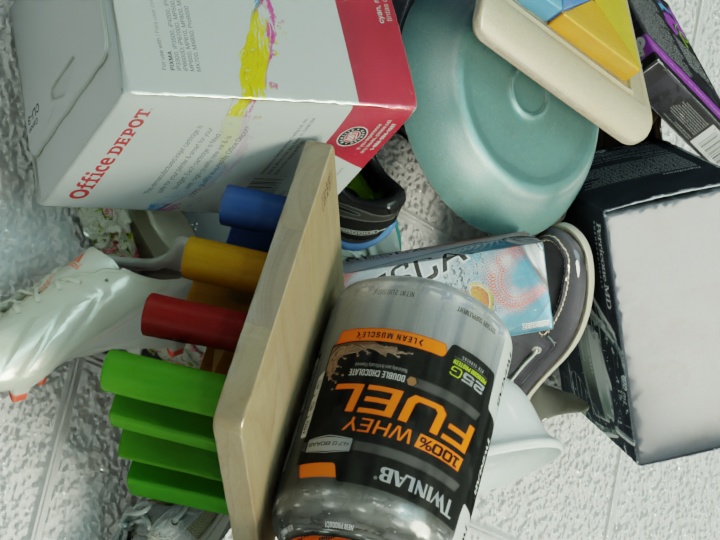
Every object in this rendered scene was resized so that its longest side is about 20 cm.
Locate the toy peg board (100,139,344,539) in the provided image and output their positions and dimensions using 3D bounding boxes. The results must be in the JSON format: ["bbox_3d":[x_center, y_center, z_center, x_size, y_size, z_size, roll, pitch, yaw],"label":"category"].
[{"bbox_3d":[-0.084,0.047,1.398,0.200,0.097,0.200,88,17,-59],"label":"toy peg board"}]

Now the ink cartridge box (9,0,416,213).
[{"bbox_3d":[-0.096,-0.129,1.395,0.199,0.145,0.146,1,64,-31],"label":"ink cartridge box"}]

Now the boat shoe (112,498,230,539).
[{"bbox_3d":[-0.115,0.151,1.483,0.065,0.074,0.202,48,60,-5],"label":"boat shoe"}]

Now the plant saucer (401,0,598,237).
[{"bbox_3d":[0.110,-0.125,1.612,0.199,0.036,0.202,9,76,-41],"label":"plant saucer"}]

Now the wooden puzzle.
[{"bbox_3d":[0.142,-0.209,1.613,0.185,0.037,0.201,31,43,-36],"label":"wooden puzzle"}]

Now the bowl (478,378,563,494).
[{"bbox_3d":[0.034,0.112,1.581,0.200,0.200,0.091,0,68,-48],"label":"bowl"}]

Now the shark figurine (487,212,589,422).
[{"bbox_3d":[0.107,0.023,1.750,0.089,0.128,0.216,-14,119,-22],"label":"shark figurine"}]

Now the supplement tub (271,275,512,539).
[{"bbox_3d":[0.017,0.115,1.414,0.122,0.122,0.201,41,53,-39],"label":"supplement tub"}]

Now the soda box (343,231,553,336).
[{"bbox_3d":[0.029,0.021,1.567,0.198,0.068,0.064,-10,99,-6],"label":"soda box"}]

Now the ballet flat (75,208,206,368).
[{"bbox_3d":[-0.121,0.007,1.486,0.201,0.064,0.076,57,50,-31],"label":"ballet flat"}]

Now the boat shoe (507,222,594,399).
[{"bbox_3d":[0.108,0.053,1.673,0.062,0.073,0.201,-11,137,-47],"label":"boat shoe"}]

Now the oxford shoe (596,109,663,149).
[{"bbox_3d":[0.206,-0.147,1.842,0.073,0.084,0.201,-47,120,-36],"label":"oxford shoe"}]

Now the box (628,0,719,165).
[{"bbox_3d":[0.232,-0.184,1.825,0.143,0.036,0.201,38,24,-40],"label":"box"}]

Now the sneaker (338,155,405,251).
[{"bbox_3d":[-0.038,-0.107,1.546,0.200,0.083,0.071,51,52,-1],"label":"sneaker"}]

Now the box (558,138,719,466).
[{"bbox_3d":[0.224,0.019,1.742,0.123,0.197,0.202,-12,104,-11],"label":"box"}]

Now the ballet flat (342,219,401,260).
[{"bbox_3d":[0.000,0.000,1.628,0.069,0.069,0.201,-34,114,-43],"label":"ballet flat"}]

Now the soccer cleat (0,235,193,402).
[{"bbox_3d":[-0.184,0.025,1.392,0.199,0.069,0.078,-13,122,-37],"label":"soccer cleat"}]

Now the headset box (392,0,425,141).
[{"bbox_3d":[0.066,-0.191,1.679,0.200,0.092,0.175,35,64,-41],"label":"headset box"}]
